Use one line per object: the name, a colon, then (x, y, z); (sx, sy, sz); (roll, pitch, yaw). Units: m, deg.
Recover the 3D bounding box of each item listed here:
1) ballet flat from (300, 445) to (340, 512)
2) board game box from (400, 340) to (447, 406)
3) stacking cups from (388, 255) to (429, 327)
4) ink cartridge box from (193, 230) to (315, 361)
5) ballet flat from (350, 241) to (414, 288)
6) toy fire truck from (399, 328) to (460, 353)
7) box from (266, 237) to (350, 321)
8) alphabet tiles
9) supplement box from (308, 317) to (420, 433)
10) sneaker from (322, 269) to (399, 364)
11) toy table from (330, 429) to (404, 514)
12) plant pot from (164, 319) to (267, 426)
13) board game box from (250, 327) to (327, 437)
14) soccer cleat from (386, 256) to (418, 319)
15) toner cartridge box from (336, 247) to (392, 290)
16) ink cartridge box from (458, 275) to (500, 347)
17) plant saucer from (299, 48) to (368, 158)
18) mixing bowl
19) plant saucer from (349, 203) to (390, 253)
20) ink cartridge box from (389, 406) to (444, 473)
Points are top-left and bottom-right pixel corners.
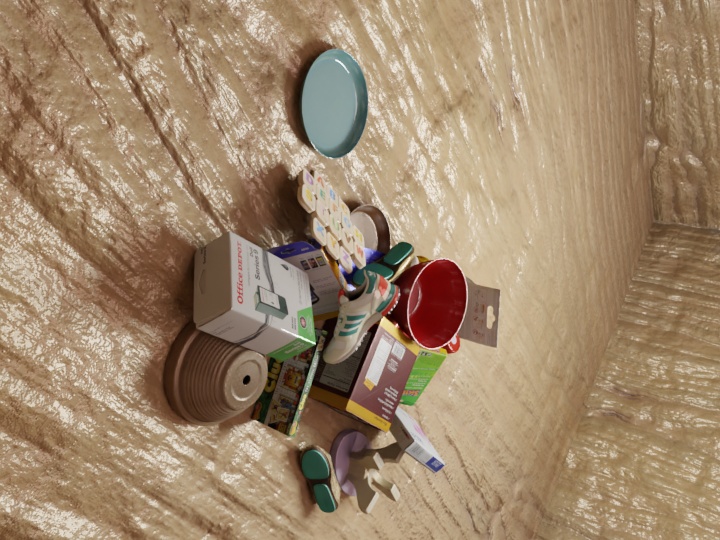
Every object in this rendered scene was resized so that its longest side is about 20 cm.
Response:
ballet flat: (-0.086, 0.438, 1.393); (0.066, 0.070, 0.202); (-73, 158, -57)
board game box: (0.121, 0.249, 1.525); (0.030, 0.094, 0.201); (-93, -157, -52)
stacking cups: (0.107, 0.056, 1.529); (0.201, 0.060, 0.061); (-56, 139, -27)
ink cartridge box: (-0.172, 0.047, 1.057); (0.199, 0.083, 0.147); (31, 42, -48)
ballet flat: (0.050, 0.008, 1.306); (0.199, 0.068, 0.064); (-34, 139, -42)
toy fire truck: (0.149, 0.143, 1.594); (0.199, 0.111, 0.170); (-14, 85, -50)
box: (-0.097, 0.014, 1.188); (0.042, 0.118, 0.201); (-87, 159, -47)
alphabet tiles: (-0.051, -0.095, 1.193); (0.200, 0.014, 0.197); (47, 25, -34)
supplement box: (0.002, 0.210, 1.369); (0.197, 0.132, 0.202); (42, 66, -51)
sneaker: (-0.021, 0.082, 1.187); (0.093, 0.071, 0.200); (37, 105, -22)
toy table: (0.019, 0.461, 1.485); (0.185, 0.116, 0.200); (-60, 140, -23)
plant pot: (-0.223, 0.173, 1.086); (0.200, 0.092, 0.203); (-21, 116, -51)
board game box: (-0.134, 0.198, 1.204); (0.023, 0.104, 0.202); (26, 78, -50)
soccer cleat: (0.072, 0.031, 1.471); (0.201, 0.068, 0.085); (-55, 140, -23)
toner cartridge box: (0.000, 0.000, 1.324); (0.199, 0.043, 0.096); (15, 89, -54)
ink cartridge box: (0.277, 0.097, 1.655); (0.047, 0.198, 0.162); (-22, 118, -48)
plant saucer: (-0.053, -0.317, 1.225); (0.199, 0.027, 0.203); (-22, 118, -50)
mixing bowl: (0.136, 0.065, 1.422); (0.199, 0.108, 0.203); (-10, 105, -41)
plant saucer: (-0.004, -0.043, 1.370); (0.199, 0.034, 0.203); (-22, 118, -48)
ink cartridge box: (0.101, 0.363, 1.501); (0.043, 0.200, 0.196); (-39, 139, 3)
